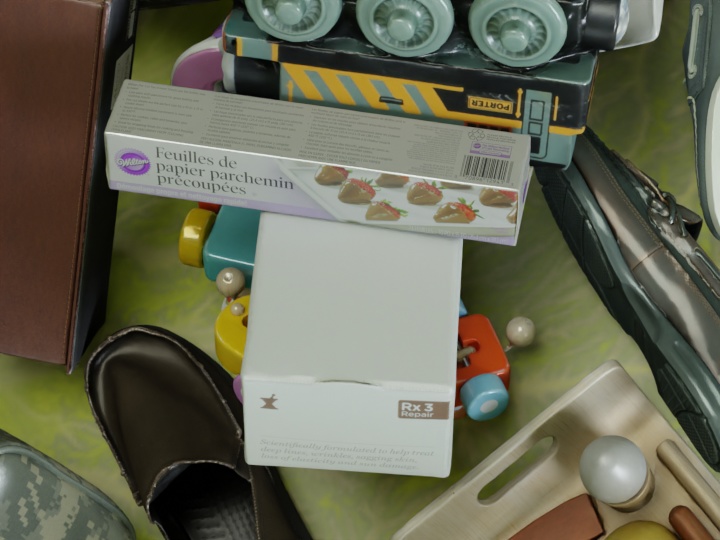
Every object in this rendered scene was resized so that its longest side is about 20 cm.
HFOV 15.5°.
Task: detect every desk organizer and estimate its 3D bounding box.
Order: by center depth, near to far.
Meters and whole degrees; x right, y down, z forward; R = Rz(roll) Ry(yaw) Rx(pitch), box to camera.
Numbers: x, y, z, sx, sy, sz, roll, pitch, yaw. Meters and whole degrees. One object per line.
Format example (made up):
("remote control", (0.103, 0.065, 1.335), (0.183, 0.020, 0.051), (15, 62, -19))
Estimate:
("desk organizer", (-0.166, -0.057, 1.344), (0.077, 0.072, 0.200), (11, 112, 5))

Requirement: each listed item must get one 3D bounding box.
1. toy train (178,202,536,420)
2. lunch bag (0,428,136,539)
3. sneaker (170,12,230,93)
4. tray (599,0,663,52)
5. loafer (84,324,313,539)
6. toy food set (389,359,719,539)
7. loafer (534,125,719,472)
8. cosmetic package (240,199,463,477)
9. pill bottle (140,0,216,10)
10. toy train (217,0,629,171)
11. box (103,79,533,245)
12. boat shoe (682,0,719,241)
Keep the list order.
("toy train", (-0.008, 0.018, 1.340), (0.150, 0.056, 0.200), (-17, 50, -15))
("lunch bag", (-0.241, 0.159, 1.329), (0.168, 0.139, 0.200), (23, 78, 43))
("sneaker", (0.005, -0.111, 1.372), (0.200, 0.081, 0.089), (1, 32, 9))
("tray", (0.117, -0.204, 1.283), (0.107, 0.022, 0.201), (-7, 84, 59))
("loafer", (-0.080, 0.099, 1.320), (0.073, 0.071, 0.200), (-39, 61, 3))
("toy food set", (0.124, 0.157, 1.225), (0.143, 0.060, 0.200), (-39, 61, 2))
("loafer", (0.151, 0.004, 1.280), (0.063, 0.072, 0.200), (-25, 67, -8))
("cosmetic package", (0.000, 0.000, 1.272), (0.101, 0.074, 0.200), (4, 50, 3))
("pill bottle", (-0.076, -0.191, 1.354), (0.200, 0.106, 0.106), (1, 67, 51))
("toy train", (0.025, -0.110, 1.246), (0.199, 0.114, 0.085), (7, 42, 6))
("box", (-0.020, -0.051, 1.243), (0.199, 0.039, 0.041), (8, 47, 7))
("boat shoe", (0.195, -0.103, 1.314), (0.062, 0.073, 0.201), (-17, 63, 63))
